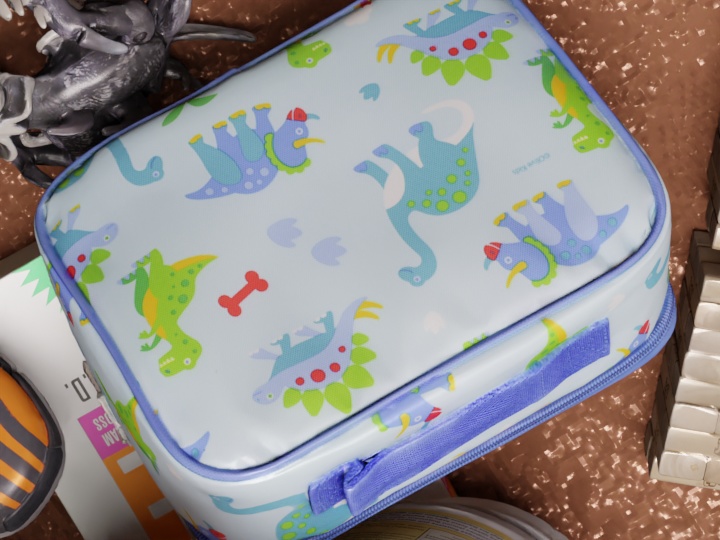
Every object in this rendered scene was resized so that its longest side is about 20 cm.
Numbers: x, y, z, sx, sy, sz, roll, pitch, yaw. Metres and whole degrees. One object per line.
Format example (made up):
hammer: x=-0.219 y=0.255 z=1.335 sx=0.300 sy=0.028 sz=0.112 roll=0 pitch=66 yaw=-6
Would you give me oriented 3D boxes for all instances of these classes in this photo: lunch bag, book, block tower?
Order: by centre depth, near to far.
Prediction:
lunch bag: x=0.000 y=0.000 z=0.918 sx=0.199 sy=0.161 sz=0.083 roll=-30 pitch=148 yaw=-11
block tower: x=0.153 y=-0.012 z=0.982 sx=0.058 sy=0.054 sz=0.201 roll=9 pitch=110 yaw=-1
book: x=-0.052 y=0.062 z=1.027 sx=0.133 sy=0.048 sz=0.200 roll=-29 pitch=105 yaw=6

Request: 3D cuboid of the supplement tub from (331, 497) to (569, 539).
supplement tub: x=0.009 y=0.162 z=0.915 sx=0.145 sy=0.200 sz=0.146 roll=4 pitch=102 yaw=20

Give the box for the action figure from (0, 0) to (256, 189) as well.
action figure: x=-0.136 y=-0.079 z=0.939 sx=0.102 sy=0.199 sz=0.119 roll=55 pitch=135 yaw=22

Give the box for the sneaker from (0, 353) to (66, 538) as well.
sneaker: x=-0.201 y=0.026 z=0.940 sx=0.199 sy=0.112 sz=0.078 roll=27 pitch=79 yaw=24
